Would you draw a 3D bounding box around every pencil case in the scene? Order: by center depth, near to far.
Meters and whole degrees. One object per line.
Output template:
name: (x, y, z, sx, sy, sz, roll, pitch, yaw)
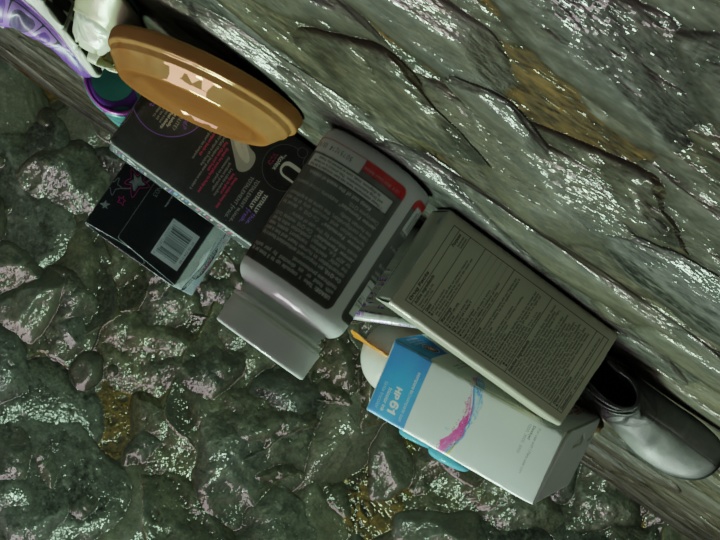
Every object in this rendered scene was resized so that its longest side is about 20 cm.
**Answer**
pencil case: (-0.259, -0.204, 1.736, 0.200, 0.084, 0.094, 58, -166, -81)

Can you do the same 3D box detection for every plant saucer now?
plant saucer: (-0.150, -0.167, 1.388, 0.198, 0.038, 0.200, 24, 174, 3)

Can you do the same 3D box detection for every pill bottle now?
pill bottle: (-0.037, -0.014, 1.320, 0.113, 0.201, 0.114, 34, 176, 3)

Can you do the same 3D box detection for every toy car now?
toy car: (0.074, 0.127, 1.891, 0.198, 0.186, 0.177, 24, -179, -27)

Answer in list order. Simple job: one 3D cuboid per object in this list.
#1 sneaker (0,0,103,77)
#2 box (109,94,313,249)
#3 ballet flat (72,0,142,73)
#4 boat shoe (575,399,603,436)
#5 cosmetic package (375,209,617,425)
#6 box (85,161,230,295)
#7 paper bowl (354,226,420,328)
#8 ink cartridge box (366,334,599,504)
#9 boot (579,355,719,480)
sneaker: (-0.343, -0.272, 1.526, 0.200, 0.083, 0.081, 44, -146, -26)
box: (-0.150, -0.121, 1.546, 0.199, 0.123, 0.106, 36, 175, -9)
ballet flat: (-0.249, -0.235, 1.451, 0.069, 0.070, 0.200, 34, 175, 2)
boat shoe: (0.188, 0.117, 1.620, 0.072, 0.065, 0.201, 19, -150, -51)
cosmetic package: (0.125, 0.042, 1.359, 0.199, 0.104, 0.073, 36, 176, -9)
box: (-0.192, -0.092, 1.665, 0.131, 0.201, 0.115, 34, 177, 6)
paper bowl: (0.000, 0.000, 1.563, 0.197, 0.106, 0.201, 8, 178, 0)
ink cartridge box: (0.127, 0.146, 1.496, 0.198, 0.086, 0.144, 27, -169, 21)
boot: (0.275, 0.140, 1.481, 0.199, 0.070, 0.132, 33, 177, 15)
